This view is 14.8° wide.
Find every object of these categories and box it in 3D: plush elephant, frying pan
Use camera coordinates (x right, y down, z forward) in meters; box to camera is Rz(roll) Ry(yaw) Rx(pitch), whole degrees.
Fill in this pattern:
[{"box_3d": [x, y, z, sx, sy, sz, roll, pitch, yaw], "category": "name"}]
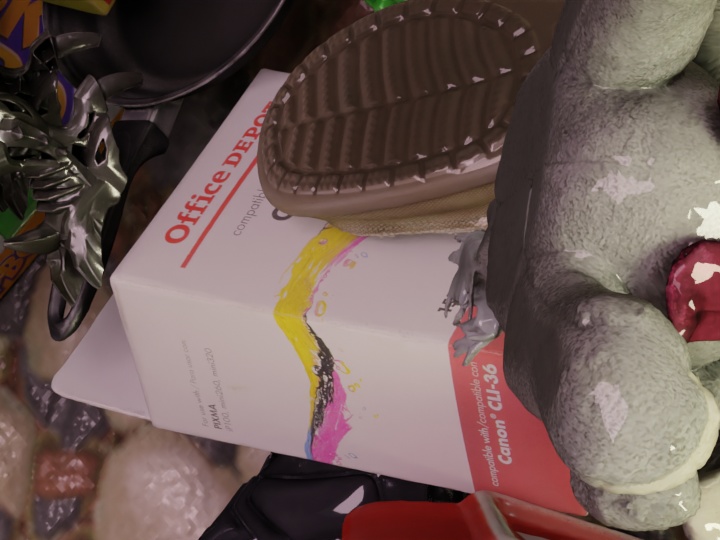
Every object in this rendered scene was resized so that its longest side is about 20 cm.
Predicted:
[{"box_3d": [0.115, -0.001, 0.720, 0.154, 0.200, 0.166, 11, 74, -8], "category": "plush elephant"}, {"box_3d": [-0.057, -0.073, 0.935, 0.114, 0.031, 0.191, -22, 58, 26], "category": "frying pan"}]

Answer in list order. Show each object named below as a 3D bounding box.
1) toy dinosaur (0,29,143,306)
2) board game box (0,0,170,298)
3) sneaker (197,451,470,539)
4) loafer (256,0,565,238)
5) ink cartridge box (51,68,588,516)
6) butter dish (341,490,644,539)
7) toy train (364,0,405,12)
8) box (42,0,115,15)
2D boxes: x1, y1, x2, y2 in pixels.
[{"box_3d": [-0.147, -0.048, 0.875, 0.200, 0.135, 0.103, -53, 35, 32], "category": "toy dinosaur"}, {"box_3d": [-0.132, -0.063, 1.022, 0.200, 0.030, 0.096, -48, 68, 10], "category": "board game box"}, {"box_3d": [0.026, 0.117, 0.901, 0.199, 0.075, 0.114, 26, 95, 24], "category": "sneaker"}, {"box_3d": [0.063, -0.046, 0.837, 0.199, 0.068, 0.076, -12, 54, 24], "category": "loafer"}, {"box_3d": [0.000, 0.000, 0.899, 0.199, 0.068, 0.117, 9, 44, 25], "category": "ink cartridge box"}, {"box_3d": [0.073, 0.156, 0.780, 0.198, 0.200, 0.149, 18, 92, -1], "category": "butter dish"}, {"box_3d": [0.012, -0.120, 0.870, 0.056, 0.200, 0.042, 14, 70, 26], "category": "toy train"}, {"box_3d": [-0.074, -0.193, 0.949, 0.050, 0.075, 0.201, 18, 73, 43], "category": "box"}]
